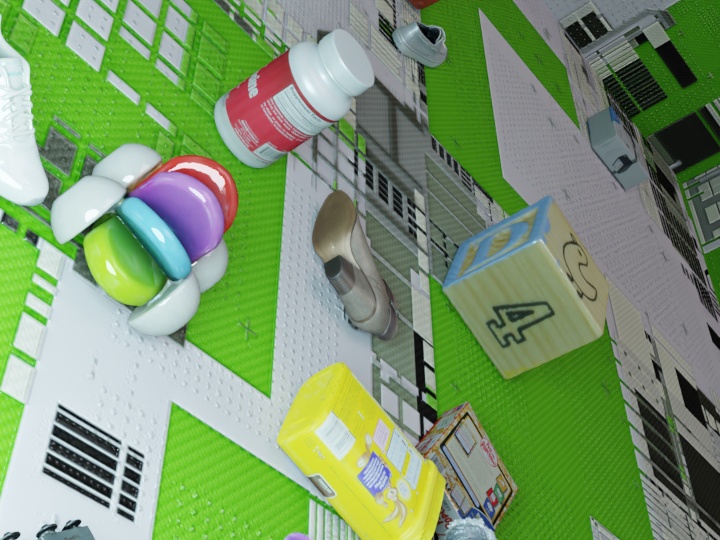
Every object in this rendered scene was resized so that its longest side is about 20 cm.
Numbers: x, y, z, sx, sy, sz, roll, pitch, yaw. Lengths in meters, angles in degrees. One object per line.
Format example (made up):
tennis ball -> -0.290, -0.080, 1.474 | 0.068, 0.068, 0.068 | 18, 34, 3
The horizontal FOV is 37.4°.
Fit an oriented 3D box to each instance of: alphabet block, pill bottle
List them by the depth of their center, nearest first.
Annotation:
pill bottle -> -0.085, -0.227, 1.391 | 0.112, 0.200, 0.112 | 42, 32, -34
alphabet block -> 0.282, 0.029, 1.794 | 0.200, 0.196, 0.195 | 54, 29, -14

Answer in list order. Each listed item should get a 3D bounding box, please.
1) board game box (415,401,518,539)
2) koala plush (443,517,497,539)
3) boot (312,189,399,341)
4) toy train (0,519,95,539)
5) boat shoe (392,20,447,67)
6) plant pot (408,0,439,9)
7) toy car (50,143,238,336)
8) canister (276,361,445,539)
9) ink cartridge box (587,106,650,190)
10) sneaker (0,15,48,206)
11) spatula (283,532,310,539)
board game box -> 0.140, 0.286, 1.459 | 0.152, 0.046, 0.200 | 60, 27, -1
koala plush -> 0.173, 0.403, 1.289 | 0.200, 0.184, 0.177 | 41, 33, -10
boot -> 0.000, 0.000, 1.483 | 0.146, 0.070, 0.200 | 48, 30, -37
toy train -> -0.280, 0.220, 0.794 | 0.034, 0.046, 0.200 | 54, 20, 21
boat shoe -> 0.136, -0.468, 2.157 | 0.200, 0.068, 0.072 | 8, 57, -58
plant pot -> 0.141, -0.679, 2.256 | 0.200, 0.200, 0.177 | 35, 49, -41
toy car -> -0.196, -0.047, 1.079 | 0.175, 0.150, 0.200 | 54, 27, -15
canister -> 0.002, 0.222, 1.239 | 0.200, 0.086, 0.149 | 51, 28, -15
ink cartridge box -> 0.756, -0.357, 3.115 | 0.200, 0.084, 0.145 | 43, 31, -31
sneaker -> -0.345, -0.157, 1.007 | 0.201, 0.080, 0.070 | 63, 25, 1
spatula -> -0.022, 0.362, 1.129 | 0.200, 0.021, 0.057 | 56, 39, -15
